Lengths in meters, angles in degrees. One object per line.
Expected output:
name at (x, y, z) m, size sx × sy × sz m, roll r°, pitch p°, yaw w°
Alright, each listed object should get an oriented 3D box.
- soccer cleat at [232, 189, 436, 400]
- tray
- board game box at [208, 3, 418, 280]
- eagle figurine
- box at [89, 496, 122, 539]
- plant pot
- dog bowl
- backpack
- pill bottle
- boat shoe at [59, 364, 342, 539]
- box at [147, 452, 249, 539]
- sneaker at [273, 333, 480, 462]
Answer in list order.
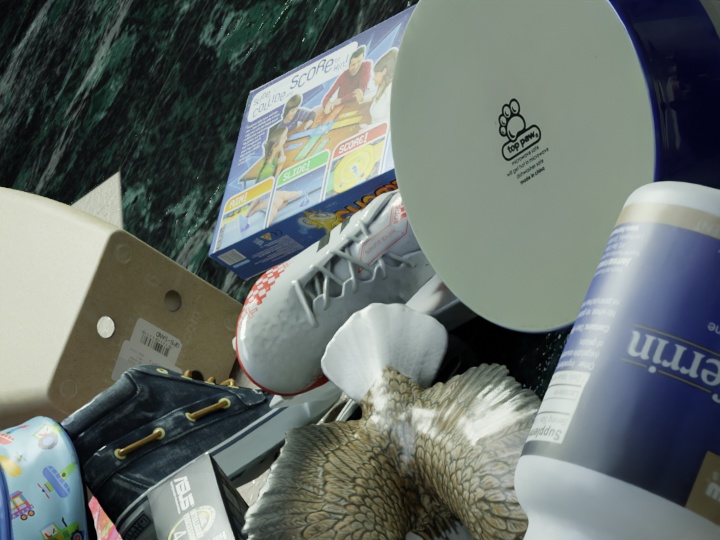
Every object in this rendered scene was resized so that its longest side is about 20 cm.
soccer cleat at (0.000, 0.000, 1.312) m, size 0.200 × 0.069 × 0.085 m, roll -39°, pitch -4°, yaw -47°
tray at (0.039, 0.019, 1.371) m, size 0.199 × 0.022 × 0.108 m, roll -31°, pitch 17°, yaw 32°
board game box at (-0.007, -0.086, 1.470) m, size 0.199 × 0.034 × 0.136 m, roll -23°, pitch 44°, yaw 43°
eagle figurine at (0.030, 0.112, 1.193) m, size 0.200 × 0.150 × 0.153 m, roll -56°, pitch -8°, yaw -84°
box at (-0.148, 0.234, 1.488) m, size 0.201 × 0.102 × 0.095 m, roll -61°, pitch 23°, yaw -3°
plant pot at (-0.198, 0.062, 1.701) m, size 0.176 × 0.199 × 0.201 m, roll -6°, pitch 58°, yaw 50°
dog bowl at (0.105, -0.070, 1.192) m, size 0.199 × 0.078 × 0.202 m, roll 13°, pitch 107°, yaw 49°
backpack at (-0.221, 0.188, 1.348) m, size 0.182 × 0.134 × 0.202 m, roll -33°, pitch 59°, yaw 58°
pill bottle at (0.136, 0.073, 1.043) m, size 0.116 × 0.115 × 0.201 m, roll -2°, pitch 63°, yaw 65°
boat shoe at (-0.096, 0.088, 1.439) m, size 0.200 × 0.091 × 0.071 m, roll -30°, pitch -14°, yaw -48°
box at (-0.039, 0.204, 1.207) m, size 0.049 × 0.162 × 0.200 m, roll -35°, pitch 25°, yaw 4°
sneaker at (-0.007, 0.099, 1.372) m, size 0.201 × 0.075 × 0.116 m, roll -56°, pitch 24°, yaw 19°
